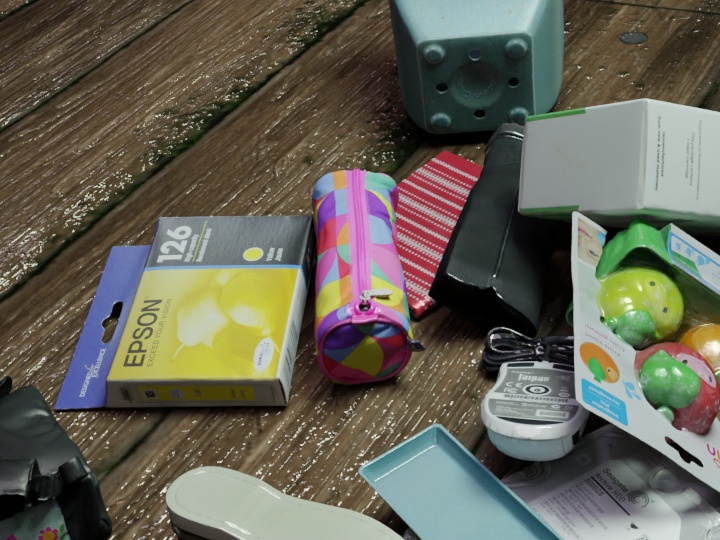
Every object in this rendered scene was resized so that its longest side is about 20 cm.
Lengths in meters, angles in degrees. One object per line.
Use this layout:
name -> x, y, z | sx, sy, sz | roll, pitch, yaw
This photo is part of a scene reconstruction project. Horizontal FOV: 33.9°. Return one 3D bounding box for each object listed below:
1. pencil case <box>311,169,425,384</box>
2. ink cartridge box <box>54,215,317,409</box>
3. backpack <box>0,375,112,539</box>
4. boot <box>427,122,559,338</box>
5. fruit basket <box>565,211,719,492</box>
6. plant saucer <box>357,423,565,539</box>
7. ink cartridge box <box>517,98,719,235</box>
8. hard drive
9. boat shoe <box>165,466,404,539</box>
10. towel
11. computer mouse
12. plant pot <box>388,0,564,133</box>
pencil case -> 0.000, 0.000, 0.976 | 0.087, 0.089, 0.202 | -8, 42, 1
ink cartridge box -> -0.146, 0.030, 1.005 | 0.196, 0.047, 0.199 | 0, 44, 7
backpack -> -0.275, 0.176, 0.777 | 0.198, 0.128, 0.166 | -27, 28, -23
boot -> 0.160, -0.025, 1.005 | 0.163, 0.066, 0.201 | 18, 46, 7
fruit basket -> 0.219, 0.059, 0.805 | 0.184, 0.094, 0.201 | 31, 30, -14
plant saucer -> 0.079, 0.169, 0.737 | 0.069, 0.019, 0.200 | -26, 38, -22
ink cartridge box -> 0.248, -0.076, 0.942 | 0.197, 0.085, 0.146 | 5, -2, -31
hard drive -> 0.138, 0.180, 0.756 | 0.198, 0.038, 0.140 | -22, 38, -19
boat shoe -> -0.039, 0.190, 0.761 | 0.199, 0.061, 0.072 | 18, 35, 27
towel -> 0.069, -0.037, 1.086 | 0.144, 0.023, 0.199 | 27, 51, 37
computer mouse -> 0.126, 0.092, 0.840 | 0.108, 0.045, 0.200 | 5, 17, 15
plant pot -> 0.122, -0.251, 1.237 | 0.192, 0.198, 0.202 | -3, 45, 7
